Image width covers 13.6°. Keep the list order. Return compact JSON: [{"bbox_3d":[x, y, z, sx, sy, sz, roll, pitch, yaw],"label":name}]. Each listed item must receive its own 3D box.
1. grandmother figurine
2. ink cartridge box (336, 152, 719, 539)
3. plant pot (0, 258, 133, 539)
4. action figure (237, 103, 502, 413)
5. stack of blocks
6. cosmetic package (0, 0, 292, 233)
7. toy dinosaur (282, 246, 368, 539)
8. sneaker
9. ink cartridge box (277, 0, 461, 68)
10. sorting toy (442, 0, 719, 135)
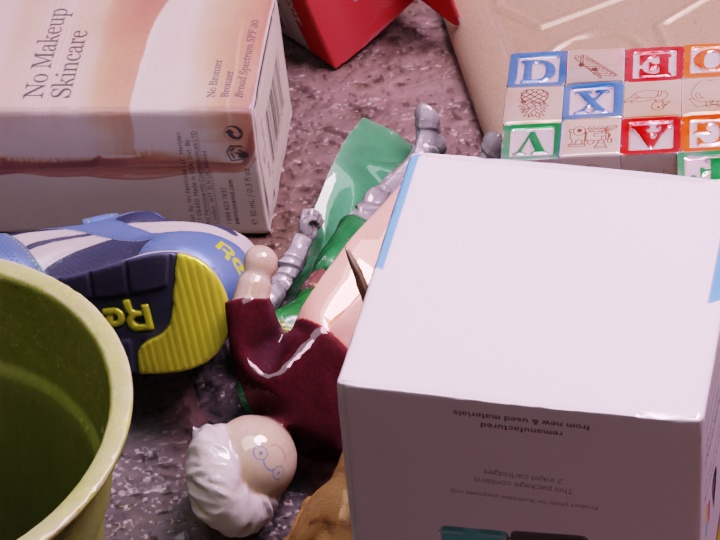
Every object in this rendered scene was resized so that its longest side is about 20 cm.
[{"bbox_3d":[-0.013,0.038,1.392,0.121,0.061,0.200,41,71,-6],"label":"grandmother figurine"},{"bbox_3d":[0.081,0.078,1.256,0.145,0.201,0.147,5,42,12],"label":"ink cartridge box"},{"bbox_3d":[-0.178,0.129,1.242,0.199,0.191,0.201,-5,41,4],"label":"plant pot"},{"bbox_3d":[0.000,0.000,1.473,0.118,0.055,0.200,20,52,24],"label":"action figure"},{"bbox_3d":[0.169,-0.052,1.438,0.199,0.059,0.115,-2,39,9],"label":"stack of blocks"},{"bbox_3d":[-0.141,-0.082,1.555,0.199,0.088,0.104,-1,43,7],"label":"cosmetic package"},{"bbox_3d":[-0.004,0.102,1.305,0.060,0.106,0.201,13,80,0],"label":"toy dinosaur"},{"bbox_3d":[-0.136,0.011,1.460,0.199,0.074,0.082,2,22,26],"label":"sneaker"},{"bbox_3d":[-0.043,-0.191,1.637,0.067,0.116,0.200,-42,50,-15],"label":"ink cartridge box"},{"bbox_3d":[0.149,-0.133,1.591,0.199,0.037,0.186,-24,41,7],"label":"sorting toy"}]
